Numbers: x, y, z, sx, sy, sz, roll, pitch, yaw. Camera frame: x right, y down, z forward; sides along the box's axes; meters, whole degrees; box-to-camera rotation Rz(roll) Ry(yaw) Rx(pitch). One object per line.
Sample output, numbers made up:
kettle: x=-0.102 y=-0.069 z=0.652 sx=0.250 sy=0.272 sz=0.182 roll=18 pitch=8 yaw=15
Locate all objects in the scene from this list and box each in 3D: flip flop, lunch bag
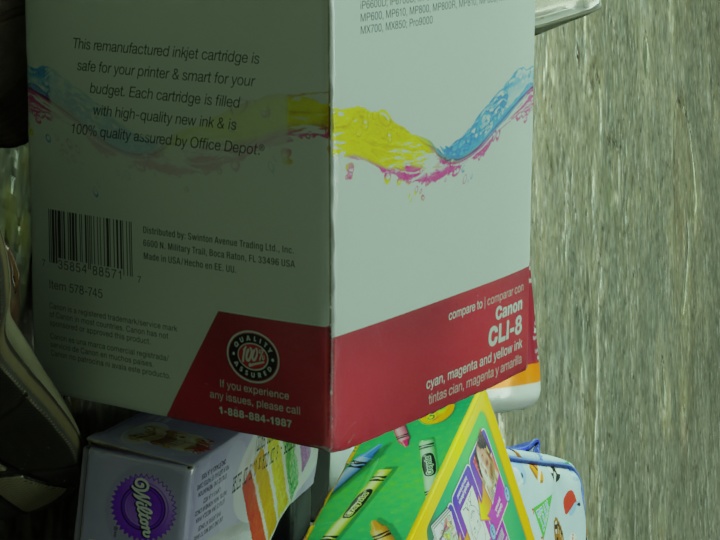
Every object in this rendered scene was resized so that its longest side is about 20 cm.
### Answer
flip flop: x=-0.149 y=0.015 z=0.737 sx=0.200 sy=0.081 sz=0.058 roll=71 pitch=9 yaw=-47
lunch bag: x=0.092 y=0.187 z=1.331 sx=0.200 sy=0.075 sz=0.161 roll=20 pitch=65 yaw=-66

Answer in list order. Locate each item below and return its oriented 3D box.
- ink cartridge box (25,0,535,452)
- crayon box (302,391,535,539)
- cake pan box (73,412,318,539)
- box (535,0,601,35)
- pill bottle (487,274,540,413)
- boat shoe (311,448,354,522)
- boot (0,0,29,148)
ink cartridge box: x=-0.028 y=-0.054 z=0.785 sx=0.145 sy=0.145 sz=0.200 roll=-17 pitch=112 yaw=-53
crayon box: x=0.028 y=0.152 z=0.973 sx=0.200 sy=0.058 sz=0.119 roll=-57 pitch=132 yaw=-60
cake pan box: x=-0.070 y=0.144 z=0.869 sx=0.200 sy=0.052 sz=0.184 roll=-23 pitch=123 yaw=-75
box: x=0.036 y=-0.135 z=1.033 sx=0.200 sy=0.082 sz=0.068 roll=168 pitch=-94 yaw=-70
pill bottle: x=0.039 y=-0.017 z=1.181 sx=0.113 sy=0.113 sz=0.200 roll=-5 pitch=89 yaw=-69
boat shoe: x=0.004 y=0.035 z=1.102 sx=0.068 sy=0.072 sz=0.200 roll=5 pitch=80 yaw=-26
boot: x=-0.130 y=-0.151 z=0.806 sx=0.146 sy=0.070 sz=0.200 roll=70 pitch=32 yaw=-40
